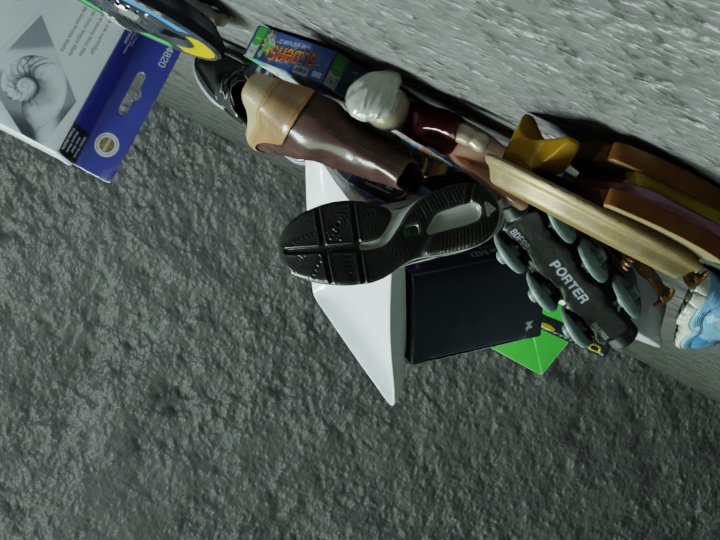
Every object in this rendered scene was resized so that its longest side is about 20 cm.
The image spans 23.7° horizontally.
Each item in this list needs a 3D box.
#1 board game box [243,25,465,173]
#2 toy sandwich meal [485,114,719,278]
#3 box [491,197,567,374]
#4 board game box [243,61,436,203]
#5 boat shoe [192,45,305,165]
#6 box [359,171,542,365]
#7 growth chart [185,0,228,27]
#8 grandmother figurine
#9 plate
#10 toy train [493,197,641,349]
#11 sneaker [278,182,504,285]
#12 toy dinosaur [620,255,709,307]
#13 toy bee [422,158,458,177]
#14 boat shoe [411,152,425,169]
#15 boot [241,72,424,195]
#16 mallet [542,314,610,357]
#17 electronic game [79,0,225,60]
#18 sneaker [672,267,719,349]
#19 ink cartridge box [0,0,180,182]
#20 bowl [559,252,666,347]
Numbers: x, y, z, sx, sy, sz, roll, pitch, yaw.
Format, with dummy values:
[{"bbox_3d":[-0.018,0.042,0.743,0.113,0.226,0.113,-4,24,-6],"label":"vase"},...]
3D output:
[{"bbox_3d":[0.003,-0.161,1.611,0.200,0.035,0.135,28,179,-38],"label":"board game box"},{"bbox_3d":[0.187,-0.060,1.292,0.205,0.070,0.205,27,-176,-2],"label":"toy sandwich meal"},{"bbox_3d":[0.152,-0.003,2.000,0.200,0.097,0.177,28,-153,-15],"label":"box"},{"bbox_3d":[-0.017,-0.135,1.721,0.135,0.035,0.200,25,-162,-50],"label":"board game box"},{"bbox_3d":[-0.118,-0.185,1.838,0.200,0.070,0.066,46,-175,27],"label":"boat shoe"},{"bbox_3d":[0.080,-0.006,1.749,0.148,0.105,0.200,-12,-150,-20],"label":"box"},{"bbox_3d":[-0.224,-0.284,1.696,0.145,0.018,0.200,27,179,-38],"label":"growth chart"},{"bbox_3d":[0.078,-0.114,1.481,0.200,0.061,0.121,25,171,-17],"label":"grandmother figurine"},{"bbox_3d":[0.000,0.000,1.685,0.032,0.200,0.200,-17,-139,-19],"label":"plate"},{"bbox_3d":[0.195,-0.014,1.622,0.200,0.085,0.114,47,-156,-23],"label":"toy train"},{"bbox_3d":[0.034,-0.027,1.522,0.200,0.076,0.115,-10,174,13],"label":"sneaker"},{"bbox_3d":[0.278,-0.020,1.627,0.106,0.060,0.200,57,-168,20],"label":"toy dinosaur"},{"bbox_3d":[0.025,-0.076,1.957,0.108,0.200,0.131,27,-148,-15],"label":"toy bee"},{"bbox_3d":[0.026,-0.127,1.852,0.060,0.072,0.202,8,-178,-24],"label":"boat shoe"},{"bbox_3d":[-0.021,-0.108,1.549,0.166,0.072,0.200,31,179,8],"label":"boot"},{"bbox_3d":[0.178,0.056,1.897,0.200,0.066,0.041,31,-154,-8],"label":"mallet"},{"bbox_3d":[-0.221,-0.253,1.646,0.200,0.042,0.200,26,178,1],"label":"electronic game"},{"bbox_3d":[0.377,0.055,1.775,0.090,0.079,0.200,23,178,15],"label":"sneaker"},{"bbox_3d":[-0.309,-0.223,1.814,0.200,0.200,0.041,26,173,3],"label":"ink cartridge box"},{"bbox_3d":[0.247,-0.001,1.823,0.201,0.091,0.201,27,178,1],"label":"bowl"}]
